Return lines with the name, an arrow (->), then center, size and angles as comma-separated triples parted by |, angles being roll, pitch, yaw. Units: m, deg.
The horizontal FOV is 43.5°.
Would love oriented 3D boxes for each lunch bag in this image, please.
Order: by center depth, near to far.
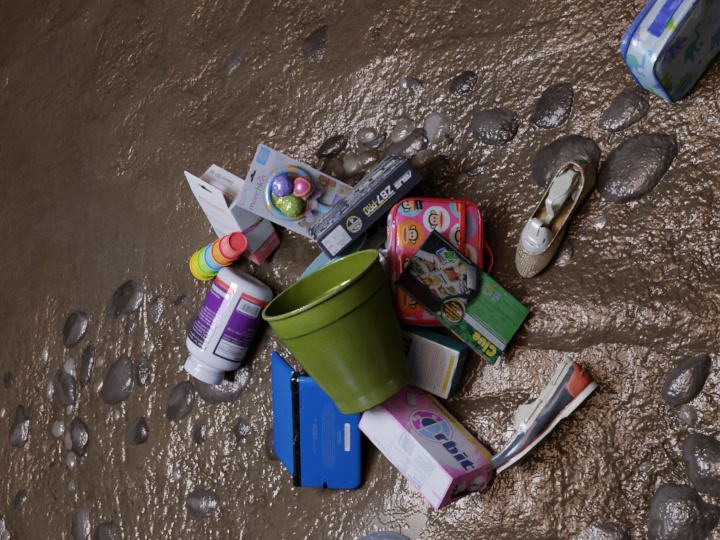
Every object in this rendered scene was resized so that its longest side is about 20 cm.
lunch bag -> 0.463, -0.355, 1.284 | 0.082, 0.160, 0.202 | 41, 102, 32
lunch bag -> 0.128, -0.011, 1.437 | 0.172, 0.082, 0.205 | 2, 85, -11

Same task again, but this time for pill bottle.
pill bottle -> -0.250, 0.104, 1.671 | 0.112, 0.112, 0.203 | 30, 95, 34

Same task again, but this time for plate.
plate -> -0.065, -0.001, 1.544 | 0.026, 0.201, 0.200 | 44, 108, -11

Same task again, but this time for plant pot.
plant pot -> -0.018, 0.102, 1.366 | 0.198, 0.201, 0.195 | -22, 103, 27

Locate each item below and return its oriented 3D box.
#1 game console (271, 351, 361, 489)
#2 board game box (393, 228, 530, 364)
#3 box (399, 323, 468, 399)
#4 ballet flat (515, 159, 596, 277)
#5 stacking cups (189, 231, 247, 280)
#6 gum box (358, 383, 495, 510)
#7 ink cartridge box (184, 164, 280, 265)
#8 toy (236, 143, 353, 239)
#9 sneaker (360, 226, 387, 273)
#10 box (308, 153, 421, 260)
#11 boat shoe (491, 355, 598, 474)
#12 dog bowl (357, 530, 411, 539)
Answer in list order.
game console -> -0.077, 0.251, 1.533 | 0.167, 0.119, 0.204 | 2, 109, 5
board game box -> 0.156, 0.041, 1.386 | 0.199, 0.023, 0.105 | 40, 78, -6
box -> 0.069, 0.128, 1.457 | 0.197, 0.049, 0.084 | 21, 107, 22
ballet flat -> 0.290, -0.085, 1.391 | 0.070, 0.065, 0.203 | 32, 97, 34
stacking cups -> -0.259, -0.032, 1.690 | 0.199, 0.059, 0.062 | -25, 62, 57
gum box -> 0.105, 0.268, 1.388 | 0.200, 0.112, 0.067 | 43, 124, 33
ink cartridge box -> -0.234, -0.115, 1.657 | 0.115, 0.201, 0.068 | 28, 65, 34
toy -> -0.105, -0.129, 1.589 | 0.117, 0.197, 0.047 | -68, 20, -4
sneaker -> 0.000, 0.000, 1.531 | 0.199, 0.076, 0.081 | -38, 46, -17
box -> 0.002, -0.110, 1.511 | 0.200, 0.049, 0.161 | -43, 14, 0
boat shoe -> 0.261, 0.216, 1.331 | 0.200, 0.071, 0.063 | -47, 73, 8
dog bowl -> 0.025, 0.517, 1.425 | 0.197, 0.058, 0.204 | -8, 74, 31
